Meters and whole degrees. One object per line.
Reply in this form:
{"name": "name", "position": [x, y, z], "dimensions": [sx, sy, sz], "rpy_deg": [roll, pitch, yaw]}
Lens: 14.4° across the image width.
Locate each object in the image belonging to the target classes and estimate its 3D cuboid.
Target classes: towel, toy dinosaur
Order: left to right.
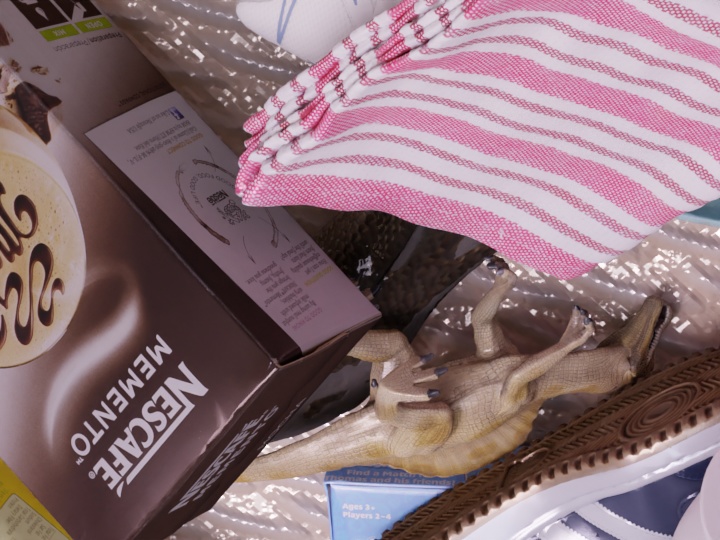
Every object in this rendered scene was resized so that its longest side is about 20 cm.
{"name": "toy dinosaur", "position": [0.020, 0.050, 1.036], "dimensions": [0.199, 0.058, 0.101], "rpy_deg": [-18, 144, 5]}
{"name": "towel", "position": [0.062, -0.046, 0.902], "dimensions": [0.146, 0.030, 0.200], "rpy_deg": [14, 158, -24]}

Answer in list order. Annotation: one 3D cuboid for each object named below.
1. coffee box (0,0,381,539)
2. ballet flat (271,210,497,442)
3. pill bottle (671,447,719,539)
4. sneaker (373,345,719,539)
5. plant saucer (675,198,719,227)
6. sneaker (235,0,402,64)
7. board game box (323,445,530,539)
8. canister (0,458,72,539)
{"name": "coffee box", "position": [-0.105, -0.011, 0.995], "dimensions": [0.200, 0.080, 0.113], "rpy_deg": [47, 118, 11]}
{"name": "ballet flat", "position": [0.000, 0.000, 1.053], "dimensions": [0.067, 0.047, 0.200], "rpy_deg": [21, 131, -36]}
{"name": "pill bottle", "position": [0.164, 0.133, 0.970], "dimensions": [0.112, 0.113, 0.201], "rpy_deg": [-4, 140, 11]}
{"name": "sneaker", "position": [0.101, 0.109, 1.037], "dimensions": [0.199, 0.070, 0.109], "rpy_deg": [-30, 101, 25]}
{"name": "plant saucer", "position": [0.139, -0.109, 0.965], "dimensions": [0.199, 0.036, 0.201], "rpy_deg": [2, 120, 3]}
{"name": "sneaker", "position": [0.004, -0.148, 0.951], "dimensions": [0.087, 0.075, 0.201], "rpy_deg": [15, 119, 7]}
{"name": "board game box", "position": [0.066, 0.162, 1.133], "dimensions": [0.150, 0.037, 0.201], "rpy_deg": [2, 120, 8]}
{"name": "canister", "position": [-0.108, 0.182, 1.126], "dimensions": [0.200, 0.087, 0.149], "rpy_deg": [40, 126, -4]}
